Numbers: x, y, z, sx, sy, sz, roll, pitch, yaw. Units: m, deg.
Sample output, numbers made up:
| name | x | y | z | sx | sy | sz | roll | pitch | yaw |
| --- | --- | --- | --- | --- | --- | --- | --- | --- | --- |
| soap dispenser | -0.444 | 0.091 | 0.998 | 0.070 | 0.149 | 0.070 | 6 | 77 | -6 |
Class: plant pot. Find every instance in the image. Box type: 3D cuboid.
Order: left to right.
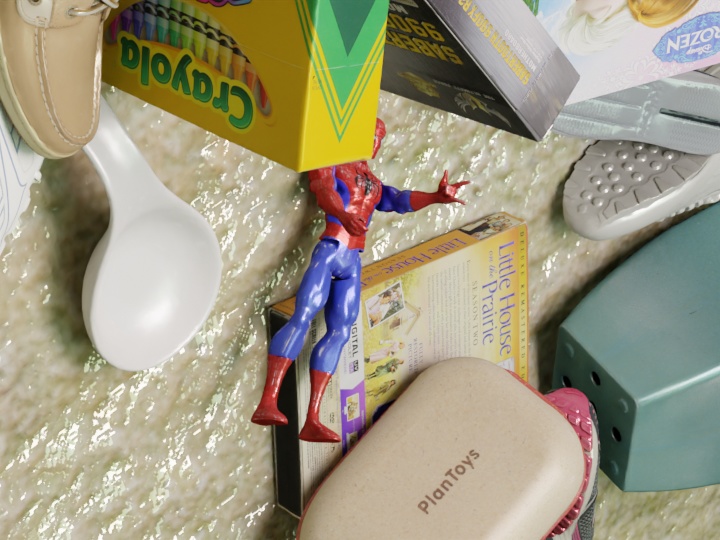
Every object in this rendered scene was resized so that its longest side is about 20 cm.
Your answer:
| name | x | y | z | sx | sy | sz | roll | pitch | yaw |
| --- | --- | --- | --- | --- | --- | --- | --- | --- | --- |
| plant pot | 0.235 | 0.059 | 1.967 | 0.199 | 0.141 | 0.142 | -23 | 139 | -25 |

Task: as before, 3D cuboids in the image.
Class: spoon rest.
| name | x | y | z | sx | sy | sz | roll | pitch | yaw |
| --- | --- | --- | --- | --- | --- | --- | --- | --- | --- |
| spoon rest | -0.134 | -0.025 | 1.639 | 0.099 | 0.060 | 0.201 | -41 | 132 | -22 |

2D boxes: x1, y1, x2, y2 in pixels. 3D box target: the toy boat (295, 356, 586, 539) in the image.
| name | x | y | z | sx | sy | sz | roll | pitch | yaw |
| --- | --- | --- | --- | --- | --- | --- | --- | --- | --- |
| toy boat | 0.048 | 0.160 | 1.834 | 0.200 | 0.130 | 0.131 | -47 | 164 | -16 |

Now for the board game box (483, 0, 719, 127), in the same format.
| name | x | y | z | sx | sy | sz | roll | pitch | yaw |
| --- | --- | --- | --- | --- | --- | --- | --- | --- | --- |
| board game box | 0.158 | -0.201 | 1.750 | 0.199 | 0.041 | 0.200 | -17 | 131 | -21 |

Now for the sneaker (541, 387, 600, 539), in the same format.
| name | x | y | z | sx | sy | sz | roll | pitch | yaw |
| --- | --- | --- | --- | --- | --- | --- | --- | --- | --- |
| sneaker | 0.126 | 0.147 | 1.950 | 0.075 | 0.080 | 0.201 | -46 | 157 | -37 |

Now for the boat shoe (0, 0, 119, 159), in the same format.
| name | x | y | z | sx | sy | sz | roll | pitch | yaw |
| --- | --- | --- | --- | --- | --- | --- | --- | --- | --- |
| boat shoe | -0.158 | -0.157 | 1.513 | 0.071 | 0.064 | 0.201 | -30 | 116 | -60 |

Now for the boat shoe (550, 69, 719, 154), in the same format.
| name | x | y | z | sx | sy | sz | roll | pitch | yaw |
| --- | --- | --- | --- | --- | --- | --- | --- | --- | --- |
| boat shoe | 0.159 | -0.121 | 1.873 | 0.199 | 0.062 | 0.072 | 16 | 105 | -29 |

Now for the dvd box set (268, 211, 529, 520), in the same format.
| name | x | y | z | sx | sy | sz | roll | pitch | yaw |
| --- | --- | --- | --- | --- | --- | --- | --- | --- | --- |
| dvd box set | 0.028 | 0.059 | 1.855 | 0.199 | 0.029 | 0.147 | -23 | 124 | -34 |

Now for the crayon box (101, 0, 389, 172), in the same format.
| name | x | y | z | sx | sy | sz | roll | pitch | yaw |
| --- | --- | --- | --- | --- | --- | --- | --- | --- | --- |
| crayon box | -0.069 | -0.166 | 1.533 | 0.058 | 0.200 | 0.174 | -10 | 115 | -41 |

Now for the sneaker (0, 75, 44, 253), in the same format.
| name | x | y | z | sx | sy | sz | roll | pitch | yaw |
| --- | --- | --- | --- | --- | --- | --- | --- | --- | --- |
| sneaker | -0.207 | -0.043 | 1.554 | 0.087 | 0.074 | 0.201 | -16 | 120 | -44 |

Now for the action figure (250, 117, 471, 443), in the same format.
| name | x | y | z | sx | sy | sz | roll | pitch | yaw |
| --- | --- | --- | --- | --- | --- | --- | --- | --- | --- |
| action figure | 0.000 | 0.000 | 1.732 | 0.065 | 0.099 | 0.201 | 21 | 74 | -36 |

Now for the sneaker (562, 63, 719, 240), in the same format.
| name | x | y | z | sx | sy | sz | roll | pitch | yaw |
| --- | --- | --- | --- | --- | --- | --- | --- | --- | --- |
| sneaker | 0.218 | -0.069 | 1.954 | 0.200 | 0.076 | 0.081 | -35 | 142 | -25 |

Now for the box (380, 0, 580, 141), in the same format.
| name | x | y | z | sx | sy | sz | roll | pitch | yaw |
| --- | --- | --- | --- | --- | --- | --- | --- | --- | --- |
| box | 0.006 | -0.155 | 1.612 | 0.048 | 0.199 | 0.158 | -56 | 138 | -13 |
